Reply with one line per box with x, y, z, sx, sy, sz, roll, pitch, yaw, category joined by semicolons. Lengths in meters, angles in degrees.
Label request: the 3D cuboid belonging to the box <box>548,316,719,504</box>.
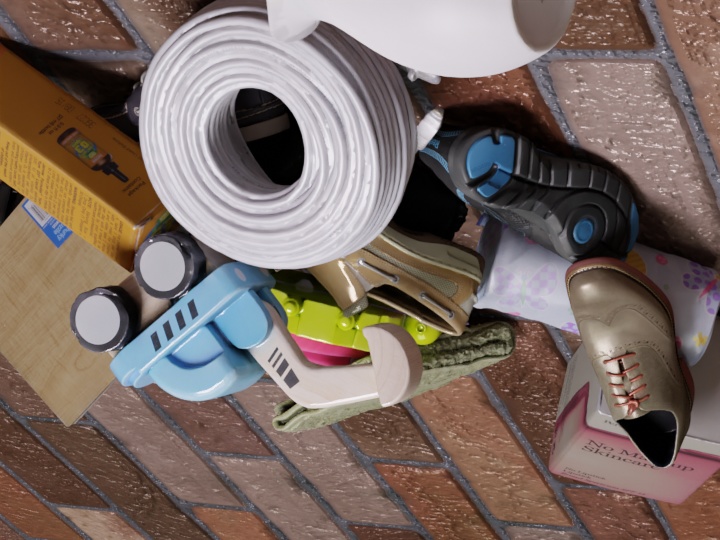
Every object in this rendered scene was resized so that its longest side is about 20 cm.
0.246;0.112;1.954;0.127;0.109;0.200;14;160;-2;box

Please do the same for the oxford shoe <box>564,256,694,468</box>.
0.209;0.070;1.753;0.070;0.075;0.200;-16;132;23;oxford shoe

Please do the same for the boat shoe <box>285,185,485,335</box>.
-0.002;-0.003;1.715;0.199;0.076;0.072;18;164;-15;boat shoe

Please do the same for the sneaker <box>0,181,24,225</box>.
-0.257;-0.042;1.933;0.099;0.071;0.200;19;160;-25;sneaker

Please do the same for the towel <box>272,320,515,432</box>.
0.030;0.093;1.987;0.200;0.037;0.148;-14;169;-47;towel

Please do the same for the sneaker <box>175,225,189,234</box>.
-0.156;-0.070;1.797;0.200;0.071;0.080;29;151;7;sneaker

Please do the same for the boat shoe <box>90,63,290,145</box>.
-0.135;-0.128;1.725;0.200;0.063;0.073;1;-161;42;boat shoe

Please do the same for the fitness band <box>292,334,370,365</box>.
-0.075;0.053;2.025;0.143;0.038;0.200;17;175;-40;fitness band

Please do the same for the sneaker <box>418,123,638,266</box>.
0.130;-0.062;1.720;0.200;0.073;0.082;31;176;-37;sneaker

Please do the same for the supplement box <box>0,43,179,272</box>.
-0.225;-0.087;1.722;0.200;0.067;0.069;35;144;14;supplement box

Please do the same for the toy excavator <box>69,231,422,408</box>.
-0.078;0.052;1.666;0.194;0.200;0.100;-39;172;16;toy excavator

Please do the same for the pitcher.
0.020;-0.200;1.406;0.199;0.121;0.172;12;149;33;pitcher

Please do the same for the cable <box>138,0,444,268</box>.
-0.059;-0.094;1.601;0.200;0.069;0.200;32;122;11;cable

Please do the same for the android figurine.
-0.020;0.029;1.900;0.181;0.041;0.200;15;-174;9;android figurine

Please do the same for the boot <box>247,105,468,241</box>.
0.005;-0.067;1.742;0.162;0.074;0.198;23;162;-16;boot

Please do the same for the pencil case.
0.183;0.014;1.814;0.199;0.083;0.091;16;142;-7;pencil case

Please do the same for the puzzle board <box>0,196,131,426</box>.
-0.224;0.011;1.817;0.151;0.017;0.200;48;123;5;puzzle board
